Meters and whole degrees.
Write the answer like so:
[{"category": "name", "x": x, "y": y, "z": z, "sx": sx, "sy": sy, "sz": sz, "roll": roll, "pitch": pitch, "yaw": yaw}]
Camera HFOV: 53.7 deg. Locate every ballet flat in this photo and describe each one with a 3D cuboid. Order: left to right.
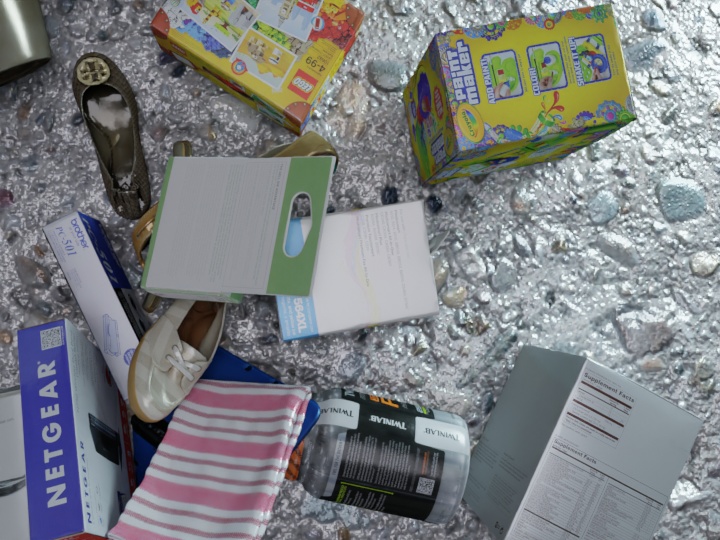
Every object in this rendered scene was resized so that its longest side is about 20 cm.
[{"category": "ballet flat", "x": -0.287, "y": -0.157, "z": 0.823, "sx": 0.066, "sy": 0.046, "sz": 0.204, "roll": -14, "pitch": 89, "yaw": -7}, {"category": "ballet flat", "x": -0.120, "y": -0.099, "z": 0.840, "sx": 0.198, "sy": 0.069, "sz": 0.063, "roll": -29, "pitch": 63, "yaw": -9}]

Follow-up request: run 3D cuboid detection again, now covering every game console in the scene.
[{"category": "game console", "x": -0.149, "y": 0.205, "z": 0.777, "sx": 0.117, "sy": 0.198, "sz": 0.174, "roll": -18, "pitch": 120, "yaw": -44}]

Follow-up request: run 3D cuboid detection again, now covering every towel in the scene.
[{"category": "towel", "x": -0.140, "y": 0.185, "z": 0.689, "sx": 0.144, "sy": 0.030, "sz": 0.202, "roll": 0, "pitch": 43, "yaw": 20}]

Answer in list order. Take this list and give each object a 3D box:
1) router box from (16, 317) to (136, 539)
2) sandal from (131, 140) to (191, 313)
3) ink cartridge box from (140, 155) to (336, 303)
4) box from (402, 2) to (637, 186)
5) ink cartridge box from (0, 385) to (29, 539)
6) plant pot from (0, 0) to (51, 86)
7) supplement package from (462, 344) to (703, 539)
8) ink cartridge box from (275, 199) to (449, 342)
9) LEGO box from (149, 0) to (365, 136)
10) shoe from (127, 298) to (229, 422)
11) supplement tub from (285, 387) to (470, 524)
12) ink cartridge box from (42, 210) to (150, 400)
[{"category": "router box", "x": -0.277, "y": 0.176, "z": 0.714, "sx": 0.048, "sy": 0.180, "sz": 0.203, "roll": -13, "pitch": 67, "yaw": -6}, {"category": "sandal", "x": -0.230, "y": -0.053, "z": 0.808, "sx": 0.053, "sy": 0.080, "sz": 0.204, "roll": 10, "pitch": 81, "yaw": -18}, {"category": "ink cartridge box", "x": -0.119, "y": -0.042, "z": 0.721, "sx": 0.197, "sy": 0.048, "sz": 0.148, "roll": 3, "pitch": 75, "yaw": 20}, {"category": "box", "x": 0.163, "y": -0.185, "z": 0.794, "sx": 0.189, "sy": 0.200, "sz": 0.124, "roll": -12, "pitch": 89, "yaw": -7}, {"category": "ink cartridge box", "x": -0.340, "y": 0.220, "z": 0.753, "sx": 0.082, "sy": 0.147, "sz": 0.203, "roll": -14, "pitch": 90, "yaw": -7}, {"category": "plant pot", "x": -0.424, "y": -0.288, "z": 0.758, "sx": 0.198, "sy": 0.200, "sz": 0.176, "roll": -27, "pitch": 107, "yaw": -6}, {"category": "supplement package", "x": 0.230, "y": 0.210, "z": 0.789, "sx": 0.145, "sy": 0.191, "sz": 0.202, "roll": 27, "pitch": 86, "yaw": -5}, {"category": "ink cartridge box", "x": 0.000, "y": 0.000, "z": 0.805, "sx": 0.196, "sy": 0.129, "sz": 0.128, "roll": -9, "pitch": 88, "yaw": -5}, {"category": "LEGO box", "x": -0.117, "y": -0.279, "z": 0.830, "sx": 0.198, "sy": 0.077, "sz": 0.150, "roll": 31, "pitch": 85, "yaw": -4}, {"category": "shoe", "x": -0.188, "y": 0.069, "z": 0.764, "sx": 0.070, "sy": 0.053, "sz": 0.202, "roll": 44, "pitch": 41, "yaw": -27}, {"category": "supplement tub", "x": 0.014, "y": 0.205, "z": 0.802, "sx": 0.197, "sy": 0.123, "sz": 0.125, "roll": 14, "pitch": 86, "yaw": -6}, {"category": "ink cartridge box", "x": -0.278, "y": 0.038, "z": 0.792, "sx": 0.044, "sy": 0.094, "sz": 0.202, "roll": -26, "pitch": 91, "yaw": -6}]
